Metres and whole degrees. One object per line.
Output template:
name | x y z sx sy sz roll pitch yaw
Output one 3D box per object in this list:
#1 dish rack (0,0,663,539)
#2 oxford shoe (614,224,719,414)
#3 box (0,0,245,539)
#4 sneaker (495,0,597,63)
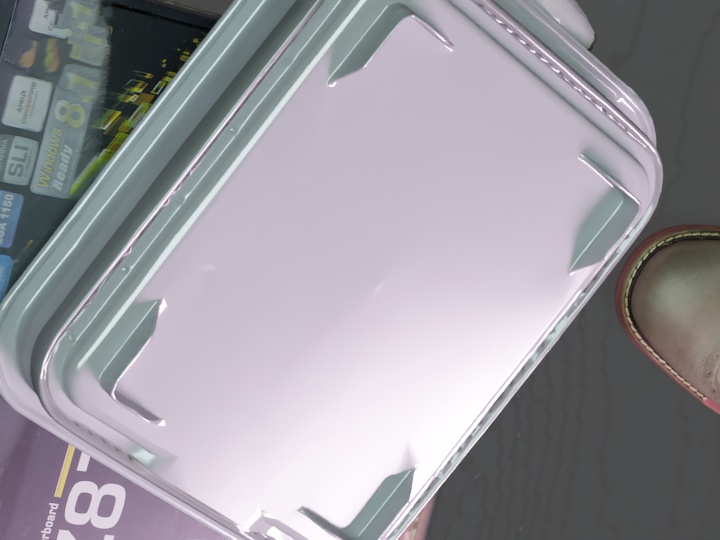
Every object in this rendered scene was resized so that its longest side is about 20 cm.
dish rack | 0.000 0.000 0.733 0.172 0.044 0.200 36 95 -35
oxford shoe | 0.182 0.043 0.799 0.200 0.075 0.071 25 97 -6
box | -0.073 0.012 0.763 0.161 0.049 0.200 13 99 -32
sneaker | 0.022 -0.155 0.766 0.087 0.075 0.200 -42 101 -6
